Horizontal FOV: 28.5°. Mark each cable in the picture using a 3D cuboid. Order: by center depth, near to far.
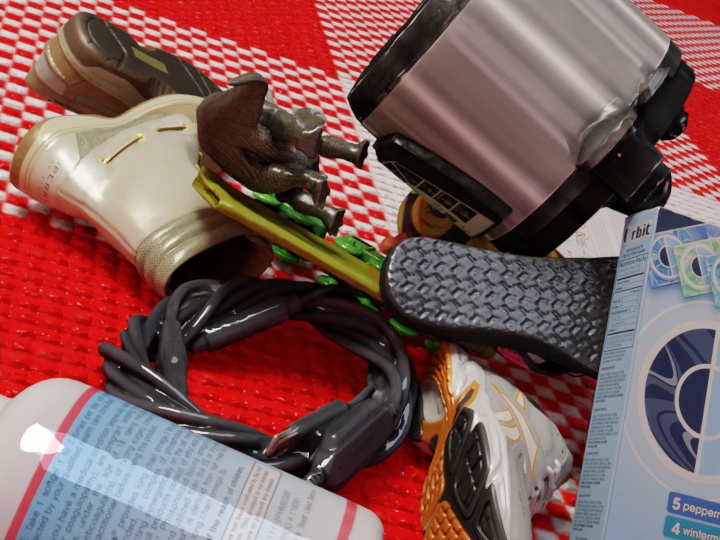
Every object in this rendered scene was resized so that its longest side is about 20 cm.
[{"bbox_3d":[-0.053,0.059,0.798,0.162,0.051,0.200,24,30,18],"label":"cable"}]

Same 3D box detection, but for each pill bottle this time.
[{"bbox_3d":[-0.098,0.111,0.569,0.198,0.110,0.109,24,23,0],"label":"pill bottle"}]

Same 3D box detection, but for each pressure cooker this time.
[{"bbox_3d":[0.113,-0.105,0.891,0.200,0.179,0.176,41,45,-6],"label":"pressure cooker"}]

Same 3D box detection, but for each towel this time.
[{"bbox_3d":[-0.008,-0.005,0.855,0.199,0.018,0.086,29,2,-21],"label":"towel"}]

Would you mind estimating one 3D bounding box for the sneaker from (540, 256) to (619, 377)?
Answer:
[{"bbox_3d":[0.203,0.026,0.979,0.197,0.077,0.115,-3,-14,-9],"label":"sneaker"}]

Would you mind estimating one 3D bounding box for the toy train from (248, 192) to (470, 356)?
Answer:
[{"bbox_3d":[0.000,0.000,0.981,0.199,0.042,0.056,31,14,16],"label":"toy train"}]

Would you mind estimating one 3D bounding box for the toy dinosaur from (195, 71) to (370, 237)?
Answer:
[{"bbox_3d":[-0.058,-0.073,0.851,0.101,0.078,0.200,18,4,20],"label":"toy dinosaur"}]

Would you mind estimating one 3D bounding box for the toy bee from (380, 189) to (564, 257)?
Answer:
[{"bbox_3d":[0.067,-0.028,1.028,0.200,0.131,0.109,44,68,7],"label":"toy bee"}]

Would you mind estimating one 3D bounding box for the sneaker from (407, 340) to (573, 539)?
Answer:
[{"bbox_3d":[0.083,0.111,0.785,0.091,0.076,0.201,22,24,-14],"label":"sneaker"}]

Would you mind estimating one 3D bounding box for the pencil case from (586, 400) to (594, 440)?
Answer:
[{"bbox_3d":[0.240,0.115,0.899,0.198,0.089,0.089,23,23,-6],"label":"pencil case"}]

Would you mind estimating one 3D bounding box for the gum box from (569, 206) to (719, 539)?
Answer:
[{"bbox_3d":[0.217,0.084,0.820,0.168,0.203,0.044,15,-12,-16],"label":"gum box"}]

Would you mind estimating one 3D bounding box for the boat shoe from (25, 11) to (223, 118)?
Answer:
[{"bbox_3d":[-0.163,-0.121,1.042,0.199,0.076,0.072,30,31,-50],"label":"boat shoe"}]

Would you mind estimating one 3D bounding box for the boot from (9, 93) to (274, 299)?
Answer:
[{"bbox_3d":[-0.111,-0.047,0.937,0.154,0.073,0.199,36,27,22],"label":"boot"}]

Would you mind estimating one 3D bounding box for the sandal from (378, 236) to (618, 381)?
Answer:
[{"bbox_3d":[0.103,0.027,0.848,0.197,0.045,0.076,14,61,-10],"label":"sandal"}]

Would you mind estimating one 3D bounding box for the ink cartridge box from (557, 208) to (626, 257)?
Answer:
[{"bbox_3d":[0.211,-0.005,1.190,0.197,0.051,0.163,12,25,-5],"label":"ink cartridge box"}]
